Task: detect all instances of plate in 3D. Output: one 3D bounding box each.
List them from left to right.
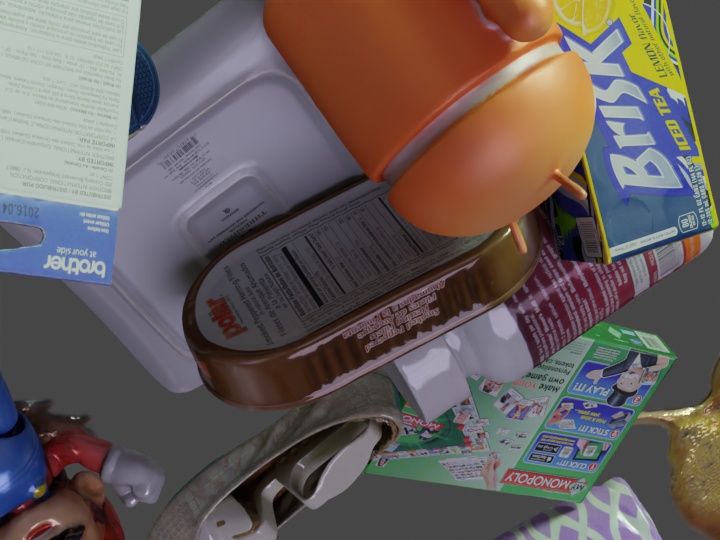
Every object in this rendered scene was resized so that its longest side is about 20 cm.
[{"bbox_3d":[-0.071,-0.034,0.797,0.199,0.032,0.200,-36,133,2],"label":"plate"}]

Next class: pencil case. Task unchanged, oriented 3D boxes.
[{"bbox_3d":[0.132,0.229,1.077,0.198,0.085,0.086,-26,156,-5],"label":"pencil case"}]

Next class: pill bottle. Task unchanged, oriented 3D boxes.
[{"bbox_3d":[0.095,-0.006,0.845,0.199,0.110,0.110,-33,133,-5],"label":"pill bottle"}]

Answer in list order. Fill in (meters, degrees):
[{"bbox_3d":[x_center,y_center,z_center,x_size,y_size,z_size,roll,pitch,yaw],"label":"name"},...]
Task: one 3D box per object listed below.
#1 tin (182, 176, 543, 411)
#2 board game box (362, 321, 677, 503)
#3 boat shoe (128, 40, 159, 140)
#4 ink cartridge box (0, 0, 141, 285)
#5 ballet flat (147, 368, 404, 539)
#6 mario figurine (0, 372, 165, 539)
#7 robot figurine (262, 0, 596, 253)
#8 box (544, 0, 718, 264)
[{"bbox_3d":[0.000,0.000,0.765,0.198,0.112,0.042,-27,124,-8],"label":"tin"},{"bbox_3d":[0.105,0.089,0.986,0.198,0.029,0.136,13,118,-34],"label":"board game box"},{"bbox_3d":[-0.190,-0.058,0.665,0.198,0.072,0.073,-16,96,-33],"label":"boat shoe"},{"bbox_3d":[-0.152,-0.100,0.618,0.118,0.042,0.203,7,84,-41],"label":"ink cartridge box"},{"bbox_3d":[-0.055,0.136,0.915,0.200,0.063,0.067,-42,129,8],"label":"ballet flat"},{"bbox_3d":[-0.187,0.124,0.803,0.122,0.107,0.201,-10,130,26],"label":"mario figurine"},{"bbox_3d":[0.032,-0.101,0.690,0.143,0.201,0.116,-39,173,23],"label":"robot figurine"},{"bbox_3d":[0.118,-0.109,0.749,0.069,0.064,0.203,-17,98,-15],"label":"box"}]
